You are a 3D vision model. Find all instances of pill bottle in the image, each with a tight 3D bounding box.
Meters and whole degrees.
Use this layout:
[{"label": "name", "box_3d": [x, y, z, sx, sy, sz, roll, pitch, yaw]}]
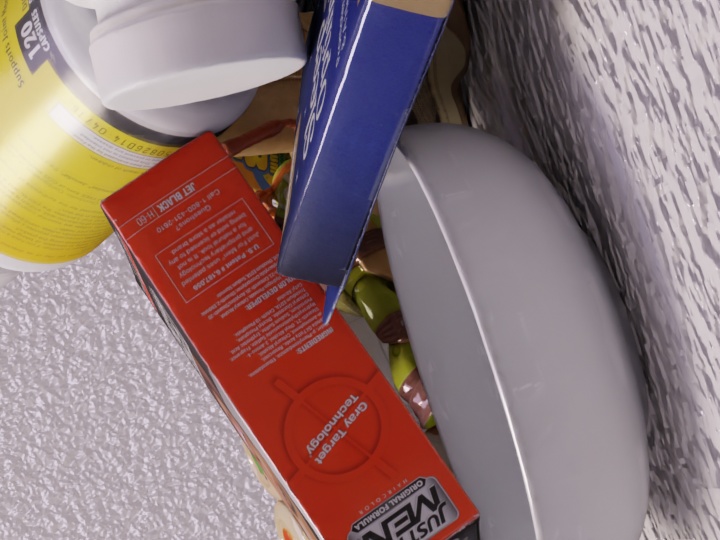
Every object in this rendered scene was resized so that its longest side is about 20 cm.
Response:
[{"label": "pill bottle", "box_3d": [-0.140, -0.069, 0.898, 0.200, 0.111, 0.113, -37, 66, 42]}, {"label": "pill bottle", "box_3d": [-0.082, -0.170, 0.770, 0.113, 0.112, 0.202, 146, 113, -83]}]

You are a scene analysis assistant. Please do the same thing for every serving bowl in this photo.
[{"label": "serving bowl", "box_3d": [0.066, 0.033, 0.764, 0.200, 0.065, 0.202, 162, 90, -84]}]

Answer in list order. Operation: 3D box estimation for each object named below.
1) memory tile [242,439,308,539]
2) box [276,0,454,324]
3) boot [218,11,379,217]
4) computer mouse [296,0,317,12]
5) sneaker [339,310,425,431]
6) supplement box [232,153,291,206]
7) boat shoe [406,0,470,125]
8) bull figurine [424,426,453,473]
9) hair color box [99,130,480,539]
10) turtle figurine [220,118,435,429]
[{"label": "memory tile", "box_3d": [-0.026, 0.097, 0.991, 0.155, 0.017, 0.200, 68, 161, -5]}, {"label": "box", "box_3d": [0.000, -0.081, 0.738, 0.201, 0.032, 0.122, 110, 169, -52]}, {"label": "boot", "box_3d": [-0.058, -0.067, 1.037, 0.199, 0.066, 0.177, -3, -110, -51]}, {"label": "computer mouse", "box_3d": [-0.081, -0.179, 1.091, 0.052, 0.199, 0.140, 11, 122, 42]}, {"label": "sneaker", "box_3d": [0.003, 0.069, 1.075, 0.200, 0.077, 0.100, 45, -129, -50]}, {"label": "supplement box", "box_3d": [-0.093, -0.073, 1.094, 0.199, 0.068, 0.067, 14, -110, -48]}, {"label": "boat shoe", "box_3d": [0.008, -0.087, 0.908, 0.200, 0.071, 0.073, 92, 160, -75]}, {"label": "bull figurine", "box_3d": [0.073, 0.145, 0.918, 0.201, 0.065, 0.121, 55, 173, 0]}, {"label": "hair color box", "box_3d": [-0.028, 0.050, 0.835, 0.201, 0.061, 0.102, 54, 172, 18]}, {"label": "turtle figurine", "box_3d": [0.000, 0.000, 0.939, 0.162, 0.064, 0.200, 50, -168, 15]}]
